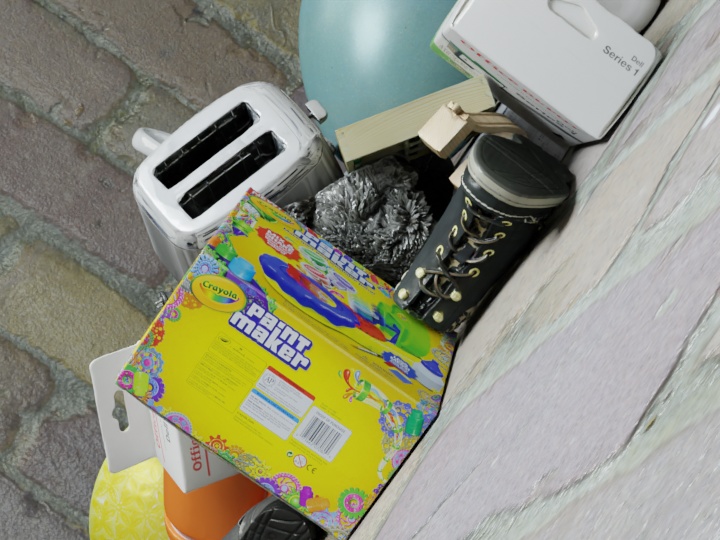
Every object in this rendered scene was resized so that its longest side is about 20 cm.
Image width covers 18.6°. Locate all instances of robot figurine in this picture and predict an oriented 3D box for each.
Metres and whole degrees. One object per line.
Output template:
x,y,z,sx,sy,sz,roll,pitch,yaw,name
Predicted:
-0.115,0.181,1.918,0.117,0.143,0.201,-62,-21,-56,robot figurine

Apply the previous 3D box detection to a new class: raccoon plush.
0.000,0.000,1.744,0.199,0.135,0.097,-26,-7,-7,raccoon plush

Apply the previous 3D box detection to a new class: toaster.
-0.105,-0.061,1.796,0.200,0.114,0.129,-37,-25,-9,toaster

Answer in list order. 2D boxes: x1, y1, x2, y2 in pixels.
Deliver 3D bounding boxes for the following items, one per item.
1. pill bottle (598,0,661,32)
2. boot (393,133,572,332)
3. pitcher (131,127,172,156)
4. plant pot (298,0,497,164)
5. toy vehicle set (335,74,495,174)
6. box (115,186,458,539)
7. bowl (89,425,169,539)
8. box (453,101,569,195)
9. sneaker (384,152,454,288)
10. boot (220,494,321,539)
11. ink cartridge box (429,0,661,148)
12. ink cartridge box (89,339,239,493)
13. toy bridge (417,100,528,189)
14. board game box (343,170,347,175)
0.220,-0.283,1.906,0.117,0.116,0.200,-53,4,33,pill bottle
0.083,-0.021,1.606,0.154,0.073,0.204,-54,-6,13,boot
-0.121,-0.081,1.978,0.200,0.170,0.122,-121,46,-73,pitcher
0.032,-0.161,1.951,0.200,0.199,0.136,132,151,-69,plant pot
0.043,-0.112,1.767,0.123,0.027,0.200,-21,-2,0,toy vehicle set
-0.049,0.064,1.609,0.122,0.199,0.193,-54,4,17,box
-0.149,0.231,2.079,0.107,0.200,0.201,16,64,41,bowl
0.135,-0.109,1.898,0.117,0.060,0.200,-56,3,-16,box
0.019,-0.006,1.904,0.104,0.060,0.201,135,158,-72,sneaker
-0.075,0.219,1.769,0.200,0.070,0.132,-41,7,34,boot
0.138,-0.170,1.690,0.085,0.146,0.200,-54,2,0,ink cartridge box
-0.109,0.100,1.765,0.199,0.118,0.067,-20,32,-21,ink cartridge box
0.099,-0.086,1.697,0.067,0.027,0.200,-47,-26,-3,toy bridge
-0.073,0.017,1.986,0.200,0.026,0.201,-39,21,38,board game box
